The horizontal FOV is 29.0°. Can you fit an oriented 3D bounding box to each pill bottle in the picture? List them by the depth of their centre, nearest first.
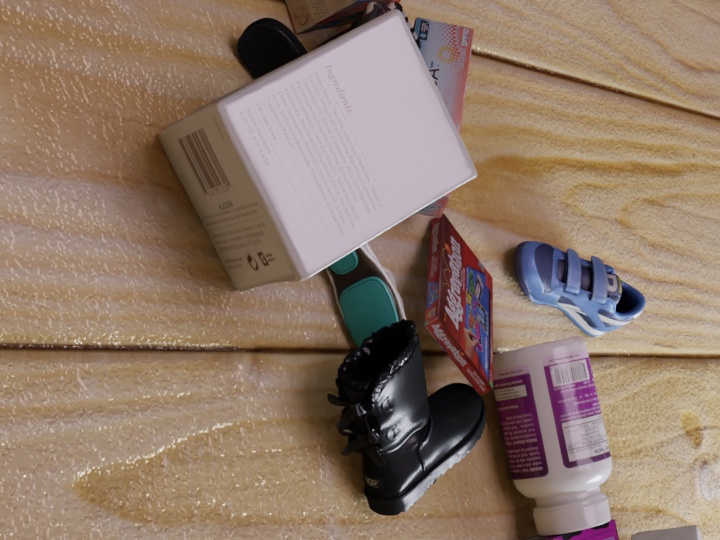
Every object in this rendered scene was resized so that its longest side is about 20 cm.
[{"bbox_3d":[0.212,0.181,1.518,0.112,0.111,0.203,-5,82,-48],"label":"pill bottle"}]

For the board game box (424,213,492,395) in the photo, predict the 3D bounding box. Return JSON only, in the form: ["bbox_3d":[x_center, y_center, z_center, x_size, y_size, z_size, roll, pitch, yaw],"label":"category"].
[{"bbox_3d":[0.106,0.031,1.464,0.103,0.019,0.201,50,25,-24],"label":"board game box"}]

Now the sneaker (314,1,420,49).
[{"bbox_3d":[-0.005,-0.211,1.387,0.076,0.115,0.200,62,13,-5],"label":"sneaker"}]

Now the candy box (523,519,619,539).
[{"bbox_3d":[0.242,0.385,1.522,0.136,0.061,0.203,-1,78,-50],"label":"candy box"}]

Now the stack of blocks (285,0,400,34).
[{"bbox_3d":[0.028,-0.308,1.405,0.115,0.199,0.059,-22,93,-48],"label":"stack of blocks"}]

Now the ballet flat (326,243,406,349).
[{"bbox_3d":[0.000,0.000,1.384,0.069,0.069,0.201,-41,106,-46],"label":"ballet flat"}]

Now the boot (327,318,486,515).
[{"bbox_3d":[0.050,0.123,1.353,0.198,0.073,0.164,-42,130,-40],"label":"boot"}]

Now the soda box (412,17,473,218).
[{"bbox_3d":[0.072,-0.162,1.478,0.067,0.064,0.202,11,70,-4],"label":"soda box"}]

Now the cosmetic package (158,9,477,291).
[{"bbox_3d":[-0.040,-0.104,1.242,0.199,0.167,0.168,-31,99,-23],"label":"cosmetic package"}]

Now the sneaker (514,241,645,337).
[{"bbox_3d":[0.259,0.014,1.647,0.199,0.082,0.075,26,61,-38],"label":"sneaker"}]

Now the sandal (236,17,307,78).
[{"bbox_3d":[-0.048,-0.158,1.370,0.200,0.075,0.048,43,37,-19],"label":"sandal"}]

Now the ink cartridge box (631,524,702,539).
[{"bbox_3d":[0.362,0.411,1.570,0.201,0.082,0.148,-78,150,-52],"label":"ink cartridge box"}]
